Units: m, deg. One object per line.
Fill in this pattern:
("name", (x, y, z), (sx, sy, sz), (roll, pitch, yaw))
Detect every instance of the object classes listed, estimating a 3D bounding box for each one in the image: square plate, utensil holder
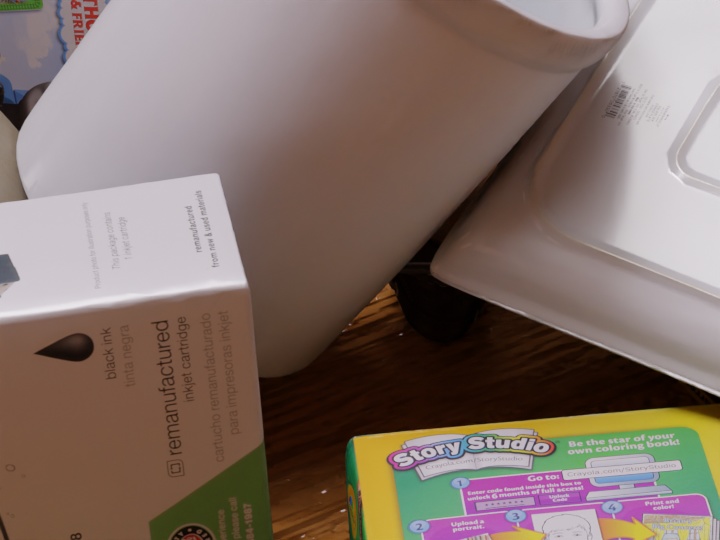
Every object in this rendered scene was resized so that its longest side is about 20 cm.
("square plate", (0.157, -0.042, 1.097), (0.197, 0.029, 0.200), (23, 60, 19))
("utensil holder", (-0.020, -0.081, 1.100), (0.170, 0.200, 0.170), (33, 26, -19))

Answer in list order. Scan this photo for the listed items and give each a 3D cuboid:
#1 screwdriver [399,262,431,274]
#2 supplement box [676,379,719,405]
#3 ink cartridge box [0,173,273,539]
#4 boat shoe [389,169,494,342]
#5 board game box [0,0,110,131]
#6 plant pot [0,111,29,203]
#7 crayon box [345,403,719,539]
("screwdriver", (0.000, 0.000, 1.205), (0.199, 0.029, 0.028), (2, 74, 36))
("supplement box", (0.218, -0.013, 1.167), (0.199, 0.086, 0.110), (-24, 55, -29))
("ink cartridge box", (-0.138, 0.057, 1.017), (0.199, 0.147, 0.084), (-9, 33, -7))
("boat shoe", (0.029, -0.046, 1.277), (0.070, 0.071, 0.200), (4, 34, -4))
("board game box", (-0.128, -0.095, 1.297), (0.199, 0.152, 0.037), (2, 33, 9))
("plant pot", (-0.232, -0.047, 1.123), (0.187, 0.201, 0.187), (-26, 19, 10))
("crayon box", (0.098, 0.109, 1.033), (0.199, 0.059, 0.119), (-5, 31, -2))
